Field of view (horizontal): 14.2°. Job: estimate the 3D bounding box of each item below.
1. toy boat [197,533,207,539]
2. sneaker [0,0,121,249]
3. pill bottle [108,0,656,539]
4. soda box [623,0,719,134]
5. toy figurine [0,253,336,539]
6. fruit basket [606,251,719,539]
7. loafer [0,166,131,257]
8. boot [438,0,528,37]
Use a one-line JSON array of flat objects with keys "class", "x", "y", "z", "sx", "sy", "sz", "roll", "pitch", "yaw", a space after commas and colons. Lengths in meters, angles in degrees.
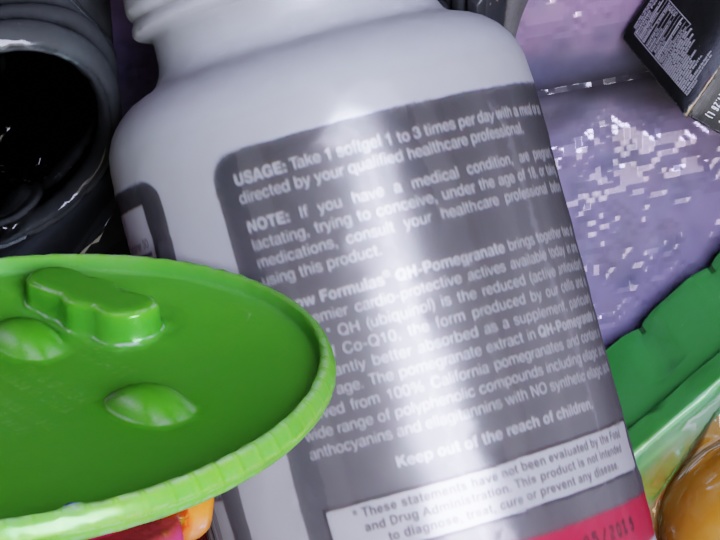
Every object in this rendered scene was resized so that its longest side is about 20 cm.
[{"class": "toy boat", "x": 0.012, "y": 0.085, "z": 0.832, "sx": 0.200, "sy": 0.131, "sz": 0.131, "roll": 31, "pitch": 102, "yaw": 4}, {"class": "sneaker", "x": -0.145, "y": -0.022, "z": 0.772, "sx": 0.200, "sy": 0.099, "sz": 0.071, "roll": -37, "pitch": 122, "yaw": 7}, {"class": "pill bottle", "x": 0.000, "y": 0.000, "z": 0.730, "sx": 0.110, "sy": 0.111, "sz": 0.201, "roll": -15, "pitch": 89, "yaw": -8}, {"class": "soda box", "x": 0.163, "y": -0.123, "z": 0.827, "sx": 0.071, "sy": 0.063, "sz": 0.200, "roll": 25, "pitch": 108, "yaw": -26}, {"class": "toy figurine", "x": -0.090, "y": 0.101, "z": 0.682, "sx": 0.150, "sy": 0.200, "sz": 0.185, "roll": -19, "pitch": 117, "yaw": -34}, {"class": "fruit basket", "x": 0.159, "y": 0.068, "z": 0.847, "sx": 0.185, "sy": 0.200, "sz": 0.094, "roll": -42, "pitch": 134, "yaw": 7}, {"class": "loafer", "x": -0.088, "y": 0.001, "z": 0.818, "sx": 0.200, "sy": 0.070, "sz": 0.068, "roll": -33, "pitch": 124, "yaw": -12}, {"class": "boot", "x": 0.062, "y": -0.118, "z": 0.794, "sx": 0.131, "sy": 0.070, "sz": 0.200, "roll": -29, "pitch": 152, "yaw": -30}]
